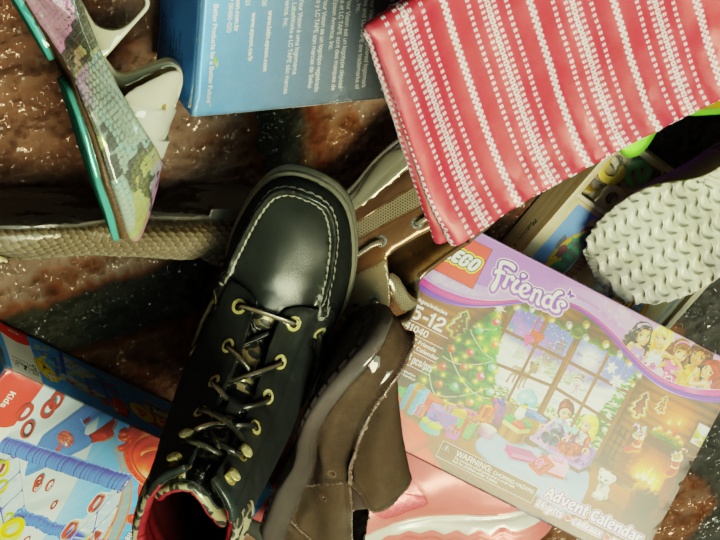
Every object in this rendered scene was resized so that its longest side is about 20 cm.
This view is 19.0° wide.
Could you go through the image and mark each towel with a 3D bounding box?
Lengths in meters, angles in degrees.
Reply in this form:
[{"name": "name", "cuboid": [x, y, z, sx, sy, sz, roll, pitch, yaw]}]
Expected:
[{"name": "towel", "cuboid": [0.108, -0.110, 1.093, 0.200, 0.022, 0.145, -28, 126, -11]}]

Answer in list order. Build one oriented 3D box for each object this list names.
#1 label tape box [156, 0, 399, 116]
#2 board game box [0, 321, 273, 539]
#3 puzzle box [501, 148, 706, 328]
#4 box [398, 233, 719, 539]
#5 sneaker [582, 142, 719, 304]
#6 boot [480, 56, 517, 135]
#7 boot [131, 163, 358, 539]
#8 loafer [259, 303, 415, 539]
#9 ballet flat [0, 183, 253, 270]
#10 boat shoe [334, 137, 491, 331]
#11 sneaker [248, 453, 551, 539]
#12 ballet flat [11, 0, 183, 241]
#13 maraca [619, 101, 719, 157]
[{"name": "label tape box", "cuboid": [-0.003, -0.166, 1.144, 0.200, 0.063, 0.145, -7, 122, -23]}, {"name": "board game box", "cuboid": [-0.188, 0.154, 1.266, 0.196, 0.056, 0.200, 28, 106, -33]}, {"name": "puzzle box", "cuboid": [0.136, 0.017, 1.337, 0.133, 0.025, 0.200, 32, 104, -35]}, {"name": "box", "cuboid": [0.107, 0.071, 1.279, 0.200, 0.039, 0.137, 27, 92, -5]}, {"name": "sneaker", "cuboid": [0.229, -0.048, 1.278, 0.200, 0.099, 0.070, -34, 86, 24]}, {"name": "boot", "cuboid": [0.125, -0.136, 1.132, 0.144, 0.071, 0.202, 0, 111, -14]}, {"name": "boot", "cuboid": [-0.060, 0.060, 1.138, 0.073, 0.154, 0.204, 20, 123, -1]}, {"name": "loafer", "cuboid": [0.001, 0.095, 1.217, 0.071, 0.073, 0.200, 23, 139, 1]}, {"name": "ballet flat", "cuboid": [-0.140, -0.018, 1.179, 0.200, 0.067, 0.046, -3, 114, -28]}, {"name": "boat shoe", "cuboid": [0.000, 0.000, 1.226, 0.200, 0.072, 0.076, -44, 155, 11]}, {"name": "sneaker", "cuboid": [0.021, 0.126, 1.330, 0.200, 0.074, 0.087, -3, 106, -10]}, {"name": "ballet flat", "cuboid": [-0.134, -0.113, 1.099, 0.071, 0.069, 0.200, -26, 106, -8]}, {"name": "maraca", "cuboid": [0.191, -0.146, 1.212, 0.200, 0.107, 0.137, -31, 112, 4]}]
